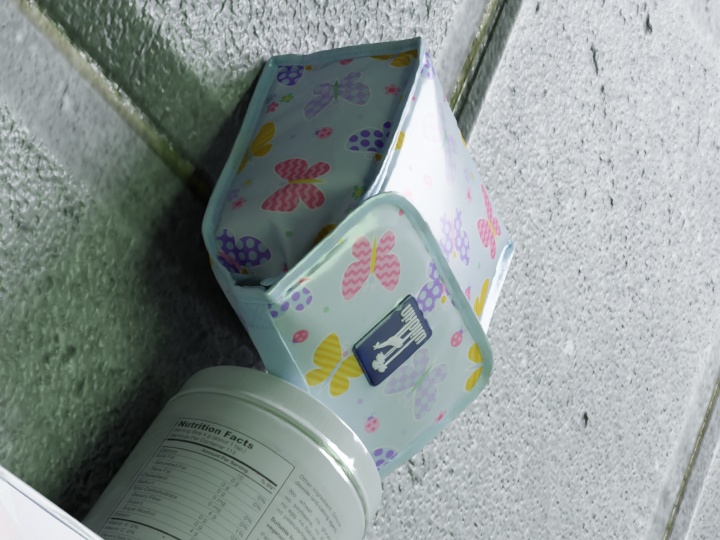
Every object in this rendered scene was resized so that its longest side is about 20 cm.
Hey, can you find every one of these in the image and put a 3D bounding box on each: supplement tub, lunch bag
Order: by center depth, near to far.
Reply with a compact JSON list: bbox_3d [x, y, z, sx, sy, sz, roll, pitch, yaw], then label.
[{"bbox_3d":[-0.089,0.163,1.434,0.200,0.132,0.132,-55,137,-35],"label":"supplement tub"},{"bbox_3d":[0.000,0.000,1.521,0.170,0.127,0.200,65,34,-37],"label":"lunch bag"}]

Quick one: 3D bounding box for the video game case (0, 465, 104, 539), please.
[{"bbox_3d":[-0.147,0.187,1.235,0.200,0.023,0.182,40,39,-32],"label":"video game case"}]
